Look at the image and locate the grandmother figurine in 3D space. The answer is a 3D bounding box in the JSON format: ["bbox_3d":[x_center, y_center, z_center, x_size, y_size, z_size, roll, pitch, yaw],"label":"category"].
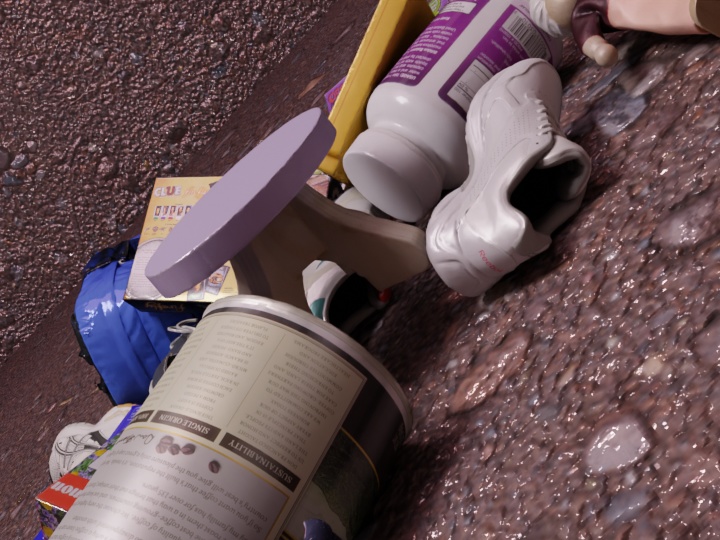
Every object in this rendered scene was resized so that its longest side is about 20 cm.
[{"bbox_3d":[0.197,-0.201,0.712,0.121,0.061,0.200,-44,26,-15],"label":"grandmother figurine"}]

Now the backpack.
[{"bbox_3d":[-0.224,0.047,1.073,0.167,0.163,0.200,-25,19,7],"label":"backpack"}]

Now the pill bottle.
[{"bbox_3d":[0.075,-0.141,0.821,0.200,0.112,0.112,-52,17,-18],"label":"pill bottle"}]

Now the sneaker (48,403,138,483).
[{"bbox_3d":[-0.286,0.207,1.022,0.200,0.076,0.088,-35,23,42],"label":"sneaker"}]

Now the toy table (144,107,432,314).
[{"bbox_3d":[-0.051,-0.015,0.680,0.183,0.117,0.200,-20,26,46],"label":"toy table"}]

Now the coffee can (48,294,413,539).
[{"bbox_3d":[-0.076,0.135,0.538,0.146,0.146,0.201,-24,29,53],"label":"coffee can"}]

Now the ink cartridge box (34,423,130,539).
[{"bbox_3d":[-0.156,0.173,0.618,0.050,0.110,0.200,12,30,28],"label":"ink cartridge box"}]

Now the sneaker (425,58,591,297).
[{"bbox_3d":[0.119,-0.073,0.661,0.099,0.078,0.201,-19,42,46],"label":"sneaker"}]

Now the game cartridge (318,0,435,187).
[{"bbox_3d":[0.022,-0.160,0.907,0.177,0.032,0.200,-66,-14,3],"label":"game cartridge"}]

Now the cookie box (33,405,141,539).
[{"bbox_3d":[-0.195,0.209,0.791,0.200,0.075,0.171,-55,19,-24],"label":"cookie box"}]

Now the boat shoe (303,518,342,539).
[{"bbox_3d":[-0.024,0.193,0.375,0.075,0.093,0.200,-38,20,31],"label":"boat shoe"}]

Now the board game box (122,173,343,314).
[{"bbox_3d":[-0.122,-0.025,0.941,0.199,0.035,0.136,2,68,23],"label":"board game box"}]

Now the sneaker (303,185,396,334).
[{"bbox_3d":[0.000,0.000,0.816,0.093,0.071,0.200,1,43,40],"label":"sneaker"}]

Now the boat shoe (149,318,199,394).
[{"bbox_3d":[-0.143,0.079,0.901,0.200,0.074,0.062,-43,-35,-82],"label":"boat shoe"}]

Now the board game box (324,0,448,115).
[{"bbox_3d":[0.044,-0.194,1.058,0.200,0.032,0.121,-34,64,38],"label":"board game box"}]

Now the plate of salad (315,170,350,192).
[{"bbox_3d":[-0.059,-0.065,1.047,0.201,0.048,0.200,-56,15,24],"label":"plate of salad"}]
